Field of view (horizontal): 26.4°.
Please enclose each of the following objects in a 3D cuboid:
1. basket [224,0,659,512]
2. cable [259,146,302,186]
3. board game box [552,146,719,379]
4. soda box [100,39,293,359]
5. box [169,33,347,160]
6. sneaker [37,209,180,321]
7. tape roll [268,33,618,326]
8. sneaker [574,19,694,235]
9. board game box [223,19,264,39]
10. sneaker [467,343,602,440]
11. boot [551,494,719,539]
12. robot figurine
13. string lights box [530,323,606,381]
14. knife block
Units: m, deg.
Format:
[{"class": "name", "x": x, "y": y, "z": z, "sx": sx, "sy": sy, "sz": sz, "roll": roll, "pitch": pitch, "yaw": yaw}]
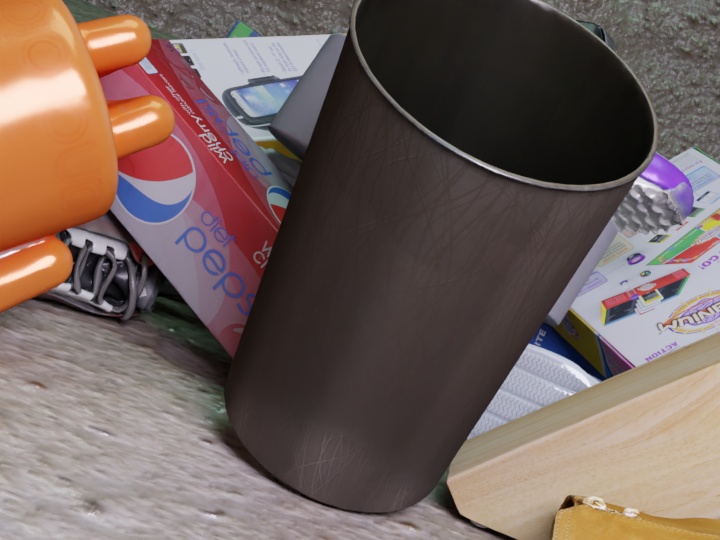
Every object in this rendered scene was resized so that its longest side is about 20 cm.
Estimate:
[{"class": "basket", "x": 0.024, "y": -0.004, "z": 0.668, "sx": 0.135, "sy": 0.201, "sz": 0.181, "roll": 26, "pitch": 30, "yaw": 1}, {"class": "cable", "x": 0.000, "y": 0.000, "z": 0.928, "sx": 0.199, "sy": 0.070, "sz": 0.200, "roll": 36, "pitch": -2, "yaw": -23}, {"class": "board game box", "x": 0.197, "y": 0.006, "z": 0.940, "sx": 0.041, "sy": 0.152, "sz": 0.200, "roll": 66, "pitch": -8, "yaw": -29}, {"class": "soda box", "x": -0.075, "y": -0.027, "z": 0.812, "sx": 0.200, "sy": 0.070, "sz": 0.063, "roll": 49, "pitch": 20, "yaw": 8}, {"class": "box", "x": -0.070, "y": -0.108, "z": 1.020, "sx": 0.198, "sy": 0.042, "sz": 0.119, "roll": -7, "pitch": 43, "yaw": -23}, {"class": "sneaker", "x": -0.145, "y": -0.013, "z": 0.824, "sx": 0.082, "sy": 0.078, "sz": 0.199, "roll": 37, "pitch": 20, "yaw": 23}, {"class": "tape roll", "x": 0.046, "y": -0.050, "z": 0.871, "sx": 0.199, "sy": 0.066, "sz": 0.200, "roll": 34, "pitch": -1, "yaw": 1}, {"class": "sneaker", "x": 0.126, "y": -0.099, "z": 0.903, "sx": 0.199, "sy": 0.100, "sz": 0.070, "roll": 32, "pitch": -10, "yaw": 39}, {"class": "board game box", "x": -0.006, "y": -0.104, "z": 1.154, "sx": 0.200, "sy": 0.035, "sz": 0.135, "roll": 40, "pitch": 6, "yaw": 27}, {"class": "sneaker", "x": 0.131, "y": 0.100, "z": 0.828, "sx": 0.199, "sy": 0.073, "sz": 0.071, "roll": 31, "pitch": 2, "yaw": 5}, {"class": "boot", "x": 0.141, "y": 0.146, "z": 0.609, "sx": 0.142, "sy": 0.072, "sz": 0.201, "roll": 14, "pitch": 8, "yaw": 0}, {"class": "robot figurine", "x": -0.188, "y": -0.063, "z": 0.696, "sx": 0.198, "sy": 0.145, "sz": 0.117, "roll": -20, "pitch": 49, "yaw": -20}, {"class": "string lights box", "x": 0.159, "y": 0.074, "z": 1.018, "sx": 0.199, "sy": 0.060, "sz": 0.102, "roll": 28, "pitch": 13, "yaw": 36}, {"class": "knife block", "x": 0.160, "y": 0.064, "z": 0.731, "sx": 0.198, "sy": 0.177, "sz": 0.064, "roll": 21, "pitch": 9, "yaw": 3}]
